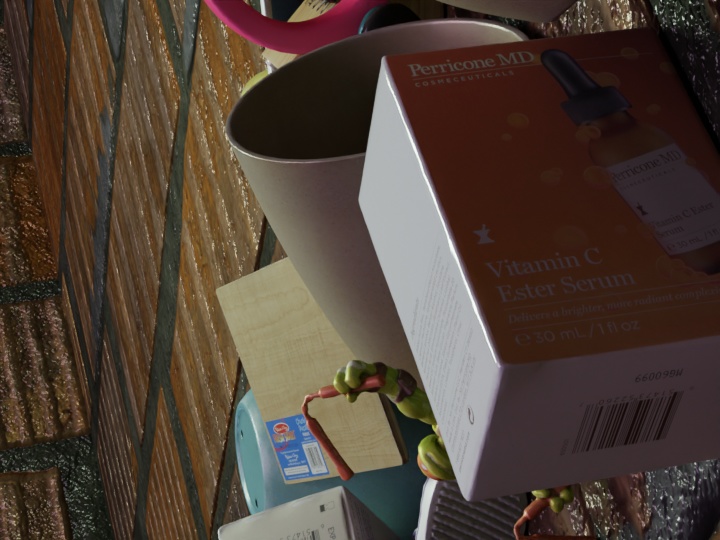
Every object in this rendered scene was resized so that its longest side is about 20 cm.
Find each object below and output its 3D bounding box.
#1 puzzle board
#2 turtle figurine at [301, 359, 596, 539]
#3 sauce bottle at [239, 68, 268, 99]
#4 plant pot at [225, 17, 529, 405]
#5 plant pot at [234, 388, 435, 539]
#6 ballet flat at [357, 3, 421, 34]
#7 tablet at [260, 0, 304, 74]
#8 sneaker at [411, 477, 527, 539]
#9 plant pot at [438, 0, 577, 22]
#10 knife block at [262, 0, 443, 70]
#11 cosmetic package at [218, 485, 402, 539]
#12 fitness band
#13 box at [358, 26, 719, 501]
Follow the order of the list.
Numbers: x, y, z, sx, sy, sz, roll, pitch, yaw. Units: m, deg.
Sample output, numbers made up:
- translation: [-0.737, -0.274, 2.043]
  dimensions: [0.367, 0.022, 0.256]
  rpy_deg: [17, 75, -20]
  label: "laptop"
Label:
- translation: [-0.033, 0.066, 1.368]
  dimensions: [0.200, 0.017, 0.152]
  rpy_deg: [-22, 89, 64]
  label: "puzzle board"
- translation: [0.080, 0.075, 1.162]
  dimensions: [0.162, 0.199, 0.065]
  rpy_deg: [-56, 12, 32]
  label: "turtle figurine"
- translation: [-0.053, -0.143, 1.641]
  dimensions: [0.200, 0.066, 0.067]
  rpy_deg: [171, 91, -76]
  label: "sauce bottle"
- translation: [0.034, -0.022, 1.217]
  dimensions: [0.187, 0.186, 0.201]
  rpy_deg: [-127, 19, -61]
  label: "plant pot"
- translation: [-0.020, 0.136, 1.527]
  dimensions: [0.200, 0.134, 0.202]
  rpy_deg: [172, 90, -75]
  label: "plant pot"
- translation: [0.044, -0.080, 1.326]
  dimensions: [0.068, 0.068, 0.201]
  rpy_deg: [31, 141, 43]
  label: "ballet flat"
- translation: [-0.046, -0.140, 1.457]
  dimensions: [0.130, 0.014, 0.201]
  rpy_deg: [45, -146, -64]
  label: "tablet"
- translation: [0.061, 0.176, 1.372]
  dimensions: [0.114, 0.072, 0.202]
  rpy_deg: [-115, 23, -56]
  label: "sneaker"
- translation: [0.080, -0.199, 0.961]
  dimensions: [0.134, 0.200, 0.200]
  rpy_deg: [45, 163, -2]
  label: "plant pot"
- translation: [0.027, -0.178, 1.372]
  dimensions: [0.200, 0.176, 0.064]
  rpy_deg: [40, -176, -24]
  label: "knife block"
- translation: [-0.011, 0.239, 1.432]
  dimensions: [0.200, 0.103, 0.088]
  rpy_deg: [47, -154, -55]
  label: "cosmetic package"
- translation: [-0.024, -0.236, 1.282]
  dimensions: [0.201, 0.143, 0.037]
  rpy_deg: [-60, 23, 3]
  label: "fitness band"
- translation: [0.099, -0.008, 0.984]
  dimensions: [0.107, 0.151, 0.201]
  rpy_deg: [100, 157, -49]
  label: "box"
